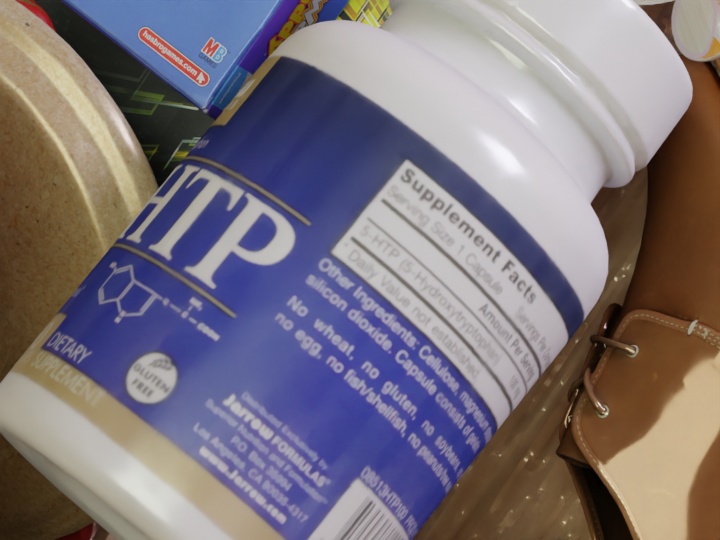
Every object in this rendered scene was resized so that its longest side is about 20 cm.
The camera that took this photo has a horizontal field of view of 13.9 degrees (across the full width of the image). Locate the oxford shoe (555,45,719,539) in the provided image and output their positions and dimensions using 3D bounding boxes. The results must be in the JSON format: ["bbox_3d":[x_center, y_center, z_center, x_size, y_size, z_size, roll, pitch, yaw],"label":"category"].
[{"bbox_3d":[0.093,0.029,0.879,0.071,0.071,0.201,0,83,-10],"label":"oxford shoe"}]

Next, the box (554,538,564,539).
[{"bbox_3d":[0.028,0.195,0.873,0.136,0.038,0.201,-14,78,-22],"label":"box"}]

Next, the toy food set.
[{"bbox_3d":[-0.132,-0.001,0.937,0.200,0.049,0.198,-37,86,36],"label":"toy food set"}]

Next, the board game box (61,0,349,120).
[{"bbox_3d":[-0.075,-0.155,0.922,0.200,0.045,0.135,39,94,18],"label":"board game box"}]

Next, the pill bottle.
[{"bbox_3d":[0.000,0.000,0.839,0.119,0.120,0.200,36,79,16],"label":"pill bottle"}]

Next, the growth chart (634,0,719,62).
[{"bbox_3d":[0.141,-0.148,0.862,0.200,0.018,0.145,-31,47,38],"label":"growth chart"}]

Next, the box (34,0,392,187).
[{"bbox_3d":[-0.048,-0.084,0.953,0.200,0.049,0.162,37,93,18],"label":"box"}]
